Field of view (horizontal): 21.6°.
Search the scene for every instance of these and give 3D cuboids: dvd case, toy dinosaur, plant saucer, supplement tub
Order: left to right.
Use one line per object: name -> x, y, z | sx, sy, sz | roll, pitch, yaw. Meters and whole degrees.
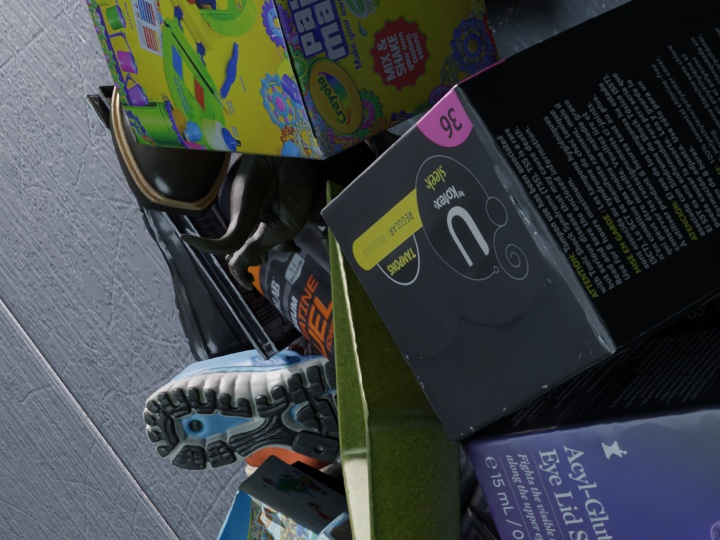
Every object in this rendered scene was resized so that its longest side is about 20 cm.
dvd case -> -0.098, -0.037, 1.235 | 0.200, 0.016, 0.149 | 56, -167, 0
toy dinosaur -> -0.034, -0.047, 1.032 | 0.077, 0.200, 0.102 | 29, 113, 41
supplement tub -> 0.000, 0.000, 1.135 | 0.200, 0.107, 0.107 | 43, 144, 32
plant saucer -> 0.018, 0.085, 0.964 | 0.200, 0.048, 0.200 | -100, 7, -53

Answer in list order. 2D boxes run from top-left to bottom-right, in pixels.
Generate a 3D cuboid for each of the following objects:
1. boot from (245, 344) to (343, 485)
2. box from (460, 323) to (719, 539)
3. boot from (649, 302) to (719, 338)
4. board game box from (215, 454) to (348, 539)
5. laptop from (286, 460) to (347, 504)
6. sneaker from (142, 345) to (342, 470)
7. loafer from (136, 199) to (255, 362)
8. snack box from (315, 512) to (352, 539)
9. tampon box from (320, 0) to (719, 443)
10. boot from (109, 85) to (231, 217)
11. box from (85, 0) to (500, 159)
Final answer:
boot -> -0.039, 0.099, 1.314 | 0.200, 0.075, 0.107 | -12, 97, 60
box -> 0.173, 0.109, 0.883 | 0.200, 0.104, 0.148 | -14, 105, 38
boot -> 0.100, 0.014, 1.014 | 0.168, 0.076, 0.200 | 57, 143, 4
board game box -> -0.008, 0.234, 1.223 | 0.200, 0.064, 0.148 | 28, 115, 10
laptop -> 0.015, 0.229, 1.306 | 0.177, 0.103, 0.200 | 26, 168, 10
sneaker -> -0.037, 0.073, 1.223 | 0.200, 0.090, 0.078 | -2, 116, 11
loafer -> -0.107, -0.023, 1.335 | 0.201, 0.070, 0.068 | 68, -169, 17
snack box -> 0.031, 0.256, 1.150 | 0.200, 0.037, 0.116 | 39, 116, 11
tampon box -> 0.114, -0.036, 0.833 | 0.126, 0.200, 0.150 | 60, 150, 6
boot -> -0.097, -0.147, 1.129 | 0.138, 0.077, 0.200 | 124, 148, -53
box -> -0.053, -0.173, 0.967 | 0.193, 0.122, 0.200 | 10, 122, 55
